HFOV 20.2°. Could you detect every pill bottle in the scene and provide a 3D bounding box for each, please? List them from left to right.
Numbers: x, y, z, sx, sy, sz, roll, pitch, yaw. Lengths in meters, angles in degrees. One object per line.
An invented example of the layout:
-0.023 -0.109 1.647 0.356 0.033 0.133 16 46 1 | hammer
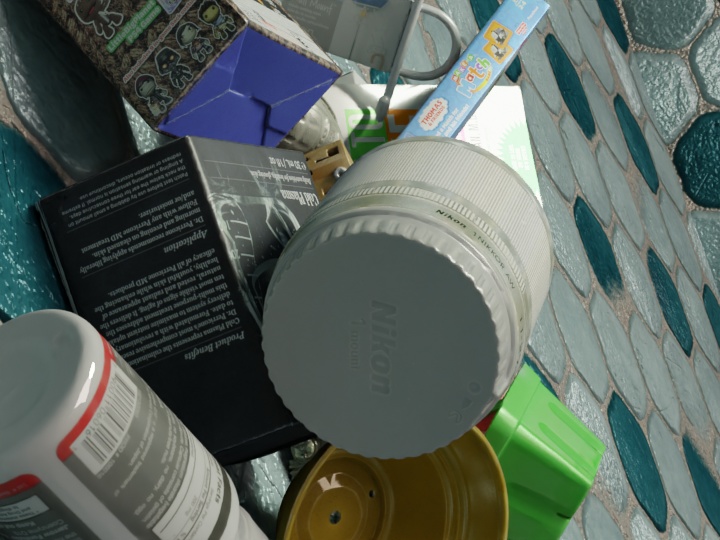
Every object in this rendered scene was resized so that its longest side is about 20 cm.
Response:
-0.139 0.124 1.116 0.200 0.114 0.114 53 23 -37 | pill bottle

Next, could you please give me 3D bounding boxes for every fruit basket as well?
0.064 0.160 1.571 0.216 0.215 0.156 65 18 -7 | fruit basket

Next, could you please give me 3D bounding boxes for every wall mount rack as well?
-0.012 -0.216 1.580 0.075 0.200 0.174 -71 179 -63 | wall mount rack

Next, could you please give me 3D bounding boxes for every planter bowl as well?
0.002 0.183 1.417 0.200 0.083 0.201 -9 105 -37 | planter bowl

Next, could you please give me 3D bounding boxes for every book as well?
0.048 -0.086 1.674 0.200 0.048 0.134 -3 72 -23 | book

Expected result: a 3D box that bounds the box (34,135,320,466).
-0.092 0.026 1.347 0.200 0.124 0.197 -1 71 -70 | box

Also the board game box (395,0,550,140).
0.061 -0.115 1.578 0.037 0.151 0.200 36 64 0 | board game box

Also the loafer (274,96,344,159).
-0.081 -0.139 1.526 0.070 0.070 0.200 24 17 -44 | loafer

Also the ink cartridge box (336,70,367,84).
0.014 -0.064 1.790 0.200 0.085 0.145 37 36 -54 | ink cartridge box

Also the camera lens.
0.032 0.012 1.261 0.160 0.160 0.200 63 20 -12 | camera lens

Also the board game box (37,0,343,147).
-0.134 -0.183 1.397 0.200 0.097 0.159 48 12 22 | board game box

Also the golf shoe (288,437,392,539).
-0.018 0.111 1.527 0.097 0.078 0.200 13 57 -74 | golf shoe

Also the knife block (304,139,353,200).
0.000 0.000 1.533 0.176 0.064 0.200 -71 138 -83 | knife block
